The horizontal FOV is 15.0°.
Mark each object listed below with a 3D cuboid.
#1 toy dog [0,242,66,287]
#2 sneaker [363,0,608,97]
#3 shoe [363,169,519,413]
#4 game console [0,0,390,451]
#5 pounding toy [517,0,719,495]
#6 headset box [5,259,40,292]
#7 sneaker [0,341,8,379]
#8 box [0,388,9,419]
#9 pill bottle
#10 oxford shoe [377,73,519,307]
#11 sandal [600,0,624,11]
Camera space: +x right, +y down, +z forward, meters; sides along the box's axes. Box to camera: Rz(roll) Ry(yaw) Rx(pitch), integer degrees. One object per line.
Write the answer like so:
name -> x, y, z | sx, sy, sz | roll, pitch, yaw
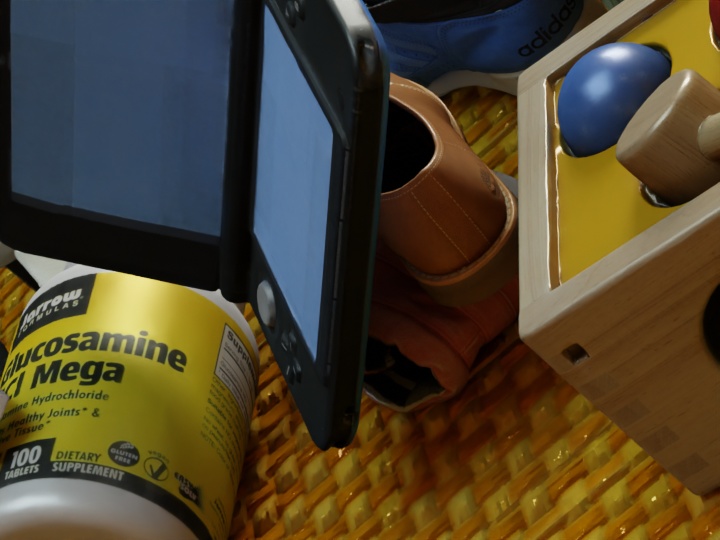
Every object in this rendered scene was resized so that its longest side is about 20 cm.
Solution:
toy dog -> -0.123, -0.035, 1.313 | 0.200, 0.132, 0.096 | -41, -1, 12
sneaker -> 0.020, -0.130, 1.270 | 0.077, 0.111, 0.200 | -56, 28, -15
shoe -> 0.000, 0.000, 1.170 | 0.091, 0.071, 0.200 | -51, 31, -18
game console -> -0.073, -0.045, 1.061 | 0.118, 0.200, 0.171 | -9, 41, -16
pounding toy -> 0.142, -0.040, 0.936 | 0.184, 0.142, 0.200 | -34, 30, 27
headset box -> -0.135, -0.087, 1.463 | 0.174, 0.093, 0.200 | -45, 27, 5
sneaker -> -0.282, 0.027, 1.450 | 0.088, 0.199, 0.075 | -89, 8, -57
box -> -0.187, 0.057, 1.202 | 0.039, 0.041, 0.200 | -66, 12, -3
pill bottle -> -0.105, 0.068, 1.193 | 0.112, 0.112, 0.200 | -31, 32, 31
oxford shoe -> 0.001, -0.058, 1.117 | 0.071, 0.071, 0.200 | -45, 33, -5
sandal -> 0.131, -0.122, 1.144 | 0.080, 0.057, 0.201 | -16, 29, 9
